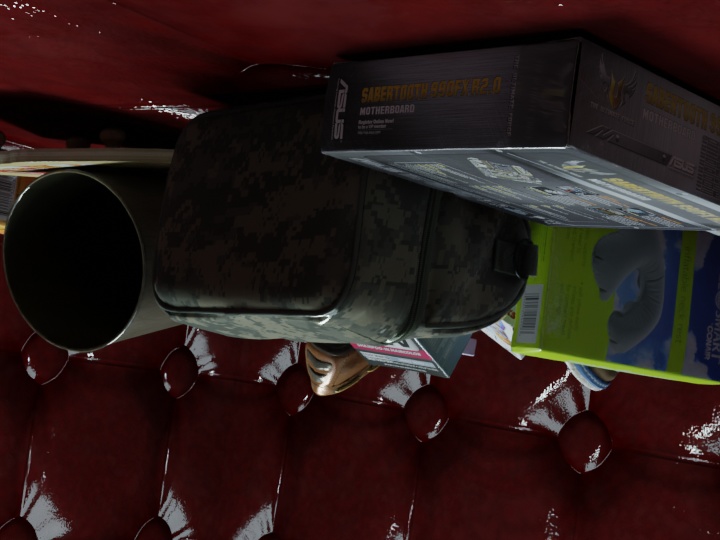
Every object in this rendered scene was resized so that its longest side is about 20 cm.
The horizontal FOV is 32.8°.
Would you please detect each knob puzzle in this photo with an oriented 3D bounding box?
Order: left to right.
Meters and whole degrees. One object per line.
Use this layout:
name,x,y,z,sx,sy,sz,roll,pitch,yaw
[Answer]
knob puzzle,-0.209,-0.093,0.948,0.215,0.031,0.220,-1,-179,0

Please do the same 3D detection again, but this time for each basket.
basket,-0.156,-0.018,0.997,0.178,0.139,0.198,0,-174,41

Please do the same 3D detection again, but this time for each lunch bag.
lunch bag,-0.011,-0.019,0.758,0.198,0.142,0.166,-2,163,45

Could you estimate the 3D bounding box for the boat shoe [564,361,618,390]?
boat shoe,0.175,0.022,0.984,0.072,0.073,0.200,-31,131,11

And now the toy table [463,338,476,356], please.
toy table,0.052,0.028,1.455,0.197,0.119,0.183,8,176,21

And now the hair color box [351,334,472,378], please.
hair color box,0.000,0.000,0.981,0.098,0.061,0.200,5,145,46

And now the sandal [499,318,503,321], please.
sandal,0.049,-0.046,0.899,0.077,0.070,0.211,-12,139,44

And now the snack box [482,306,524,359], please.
snack box,0.115,0.036,1.068,0.072,0.024,0.200,39,177,14

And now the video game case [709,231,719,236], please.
video game case,0.261,-0.042,0.738,0.181,0.023,0.198,13,174,-43

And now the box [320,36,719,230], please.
box,0.102,-0.062,0.623,0.198,0.049,0.157,12,174,-43

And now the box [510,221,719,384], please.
box,0.212,0.016,0.926,0.197,0.124,0.047,11,174,-25

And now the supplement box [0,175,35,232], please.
supplement box,-0.403,-0.084,1.156,0.066,0.070,0.198,2,170,43

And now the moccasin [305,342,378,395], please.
moccasin,0.021,0.062,1.235,0.073,0.079,0.201,24,-140,24
